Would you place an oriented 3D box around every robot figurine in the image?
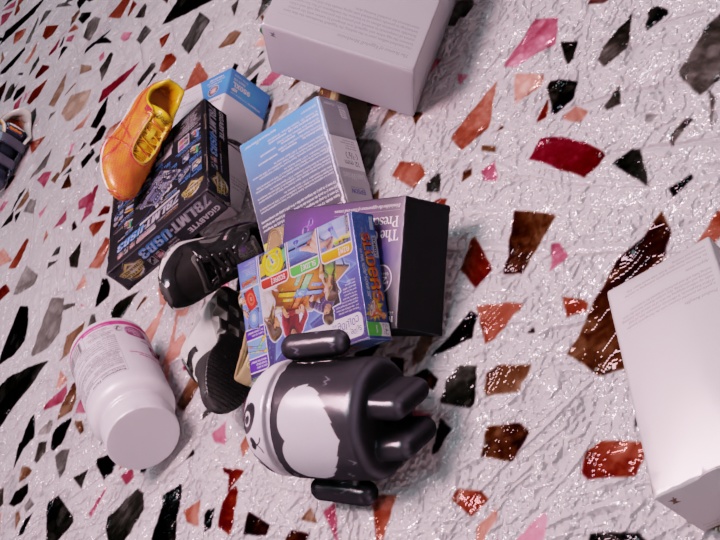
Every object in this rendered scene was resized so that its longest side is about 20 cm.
[{"bbox_3d":[-0.026,0.150,1.177,0.197,0.125,0.153,-4,65,32],"label":"robot figurine"}]

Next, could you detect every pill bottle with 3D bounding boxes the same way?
[{"bbox_3d":[-0.304,0.159,1.507,0.114,0.113,0.200,-49,38,8],"label":"pill bottle"}]

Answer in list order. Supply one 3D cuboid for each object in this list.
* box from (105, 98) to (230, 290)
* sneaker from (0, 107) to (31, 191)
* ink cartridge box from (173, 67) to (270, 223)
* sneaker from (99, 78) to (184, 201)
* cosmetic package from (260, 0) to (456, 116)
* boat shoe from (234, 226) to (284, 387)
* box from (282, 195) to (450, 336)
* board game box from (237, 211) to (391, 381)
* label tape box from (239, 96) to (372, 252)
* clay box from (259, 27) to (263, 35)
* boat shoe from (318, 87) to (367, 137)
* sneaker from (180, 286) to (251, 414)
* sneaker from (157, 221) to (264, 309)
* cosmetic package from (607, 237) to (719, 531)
[{"bbox_3d":[-0.258,-0.104,1.561,0.199,0.049,0.200,-38,38,23],"label":"box"},{"bbox_3d":[-0.700,-0.239,2.278,0.079,0.078,0.202,-28,43,40],"label":"sneaker"},{"bbox_3d":[-0.224,-0.172,1.691,0.143,0.084,0.203,-16,53,41],"label":"ink cartridge box"},{"bbox_3d":[-0.296,-0.183,1.569,0.077,0.073,0.202,-23,43,43],"label":"sneaker"},{"bbox_3d":[0.007,-0.329,1.444,0.197,0.123,0.202,19,71,9],"label":"cosmetic package"},{"bbox_3d":[-0.111,0.041,1.376,0.074,0.065,0.203,148,129,-64],"label":"boat shoe"},{"bbox_3d":[0.000,0.000,1.287,0.198,0.078,0.144,-4,81,46],"label":"box"},{"bbox_3d":[-0.055,0.032,1.256,0.199,0.034,0.138,-21,71,44],"label":"board game box"},{"bbox_3d":[-0.062,-0.093,1.454,0.142,0.066,0.203,-26,72,33],"label":"label tape box"},{"bbox_3d":[-0.034,-0.365,1.600,0.200,0.114,0.048,-47,37,12],"label":"clay box"},{"bbox_3d":[-0.021,-0.263,1.545,0.067,0.072,0.203,-6,61,43],"label":"boat shoe"},{"bbox_3d":[-0.184,0.116,1.444,0.088,0.074,0.201,-38,29,23],"label":"sneaker"},{"bbox_3d":[-0.173,-0.019,1.464,0.087,0.077,0.200,-15,16,34],"label":"sneaker"},{"bbox_3d":[0.277,0.089,0.935,0.107,0.084,0.202,-30,44,30],"label":"cosmetic package"}]
